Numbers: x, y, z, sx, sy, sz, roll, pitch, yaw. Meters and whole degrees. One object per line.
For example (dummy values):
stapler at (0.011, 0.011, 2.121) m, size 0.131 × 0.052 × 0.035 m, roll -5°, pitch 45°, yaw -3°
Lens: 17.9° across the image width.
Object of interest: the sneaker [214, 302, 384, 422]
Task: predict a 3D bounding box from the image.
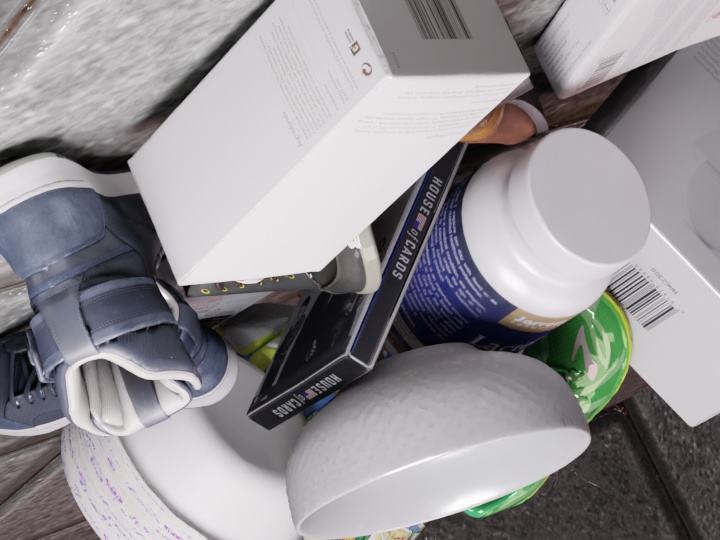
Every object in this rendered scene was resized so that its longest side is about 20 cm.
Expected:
sneaker at (-0.051, 0.091, 1.764) m, size 0.075 × 0.106 × 0.200 m, roll -16°, pitch -161°, yaw -30°

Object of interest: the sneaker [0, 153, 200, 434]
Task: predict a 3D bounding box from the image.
sneaker at (-0.130, 0.018, 1.259) m, size 0.077 × 0.147 × 0.202 m, roll -31°, pitch 170°, yaw 16°

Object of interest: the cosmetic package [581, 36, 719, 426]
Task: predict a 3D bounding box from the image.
cosmetic package at (0.240, -0.040, 1.596) m, size 0.200 × 0.199 × 0.123 m, roll -47°, pitch -175°, yaw -36°

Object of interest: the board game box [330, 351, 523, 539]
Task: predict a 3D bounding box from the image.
board game box at (0.054, 0.127, 1.625) m, size 0.200 × 0.023 × 0.105 m, roll -51°, pitch 147°, yaw -7°

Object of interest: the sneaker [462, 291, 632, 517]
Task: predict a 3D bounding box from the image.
sneaker at (0.125, 0.096, 1.574) m, size 0.084 × 0.074 × 0.201 m, roll -38°, pitch 156°, yaw -58°

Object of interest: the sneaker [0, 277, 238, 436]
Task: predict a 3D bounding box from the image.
sneaker at (-0.195, 0.050, 1.483) m, size 0.201 × 0.077 × 0.146 m, roll -10°, pitch 160°, yaw 10°

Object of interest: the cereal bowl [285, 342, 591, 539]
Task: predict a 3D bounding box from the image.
cereal bowl at (0.043, 0.102, 1.469) m, size 0.199 × 0.084 × 0.200 m, roll -15°, pitch 162°, yaw -5°

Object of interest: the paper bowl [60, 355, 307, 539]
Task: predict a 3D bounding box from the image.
paper bowl at (-0.109, 0.138, 1.658) m, size 0.104 × 0.201 × 0.200 m, roll -44°, pitch 162°, yaw 26°

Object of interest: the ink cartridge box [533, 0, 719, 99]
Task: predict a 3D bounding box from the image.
ink cartridge box at (0.215, -0.186, 1.413) m, size 0.175 × 0.045 × 0.200 m, roll -22°, pitch 169°, yaw -17°

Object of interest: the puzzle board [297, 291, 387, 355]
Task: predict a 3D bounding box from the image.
puzzle board at (0.053, 0.071, 1.914) m, size 0.017 × 0.200 × 0.151 m, roll -57°, pitch 163°, yaw 11°

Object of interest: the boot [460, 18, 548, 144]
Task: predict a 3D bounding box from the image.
boot at (0.011, -0.080, 1.389) m, size 0.199 × 0.069 × 0.188 m, roll -23°, pitch 179°, yaw 7°

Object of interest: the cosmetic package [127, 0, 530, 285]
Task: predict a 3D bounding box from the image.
cosmetic package at (-0.020, -0.078, 1.192) m, size 0.107 × 0.085 × 0.200 m, roll -6°, pitch 154°, yaw -45°

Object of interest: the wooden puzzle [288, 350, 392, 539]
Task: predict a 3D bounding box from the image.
wooden puzzle at (0.026, 0.116, 1.642) m, size 0.200 × 0.046 × 0.186 m, roll -39°, pitch 146°, yaw -24°

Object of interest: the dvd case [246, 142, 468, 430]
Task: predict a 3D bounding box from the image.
dvd case at (0.000, 0.000, 1.507) m, size 0.150 × 0.025 × 0.201 m, roll -35°, pitch -154°, yaw 57°

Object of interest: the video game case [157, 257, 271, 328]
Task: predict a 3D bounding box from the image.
video game case at (-0.150, 0.034, 1.670) m, size 0.181 × 0.023 × 0.200 m, roll -32°, pitch 169°, yaw 25°

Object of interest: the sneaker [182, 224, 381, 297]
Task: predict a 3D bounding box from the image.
sneaker at (-0.055, -0.011, 1.420) m, size 0.106 × 0.075 × 0.200 m, roll -12°, pitch 180°, yaw -14°

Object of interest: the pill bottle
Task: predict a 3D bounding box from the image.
pill bottle at (0.096, -0.010, 1.490) m, size 0.115 × 0.116 × 0.200 m, roll -19°, pitch 169°, yaw -35°

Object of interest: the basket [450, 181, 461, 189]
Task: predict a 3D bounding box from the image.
basket at (0.081, 0.018, 1.731) m, size 0.176 × 0.140 × 0.200 m, roll 23°, pitch 144°, yaw -31°
